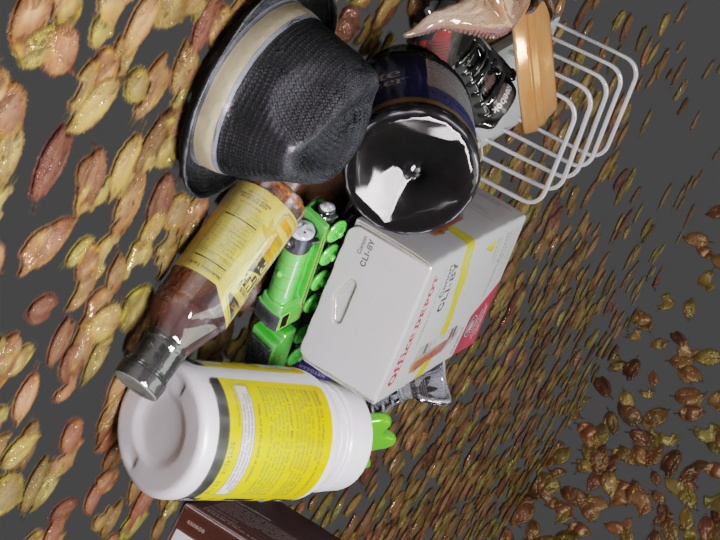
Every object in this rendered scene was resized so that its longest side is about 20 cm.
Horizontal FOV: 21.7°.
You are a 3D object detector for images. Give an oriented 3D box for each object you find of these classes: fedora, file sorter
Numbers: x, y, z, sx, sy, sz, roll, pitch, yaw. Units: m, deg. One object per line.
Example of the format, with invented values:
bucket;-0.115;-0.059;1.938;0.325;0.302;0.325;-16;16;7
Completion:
fedora;-0.048;-0.123;1.415;0.201;0.091;0.201;-53;162;-26
file sorter;0.197;-0.172;2.029;0.200;0.124;0.139;-35;149;-56

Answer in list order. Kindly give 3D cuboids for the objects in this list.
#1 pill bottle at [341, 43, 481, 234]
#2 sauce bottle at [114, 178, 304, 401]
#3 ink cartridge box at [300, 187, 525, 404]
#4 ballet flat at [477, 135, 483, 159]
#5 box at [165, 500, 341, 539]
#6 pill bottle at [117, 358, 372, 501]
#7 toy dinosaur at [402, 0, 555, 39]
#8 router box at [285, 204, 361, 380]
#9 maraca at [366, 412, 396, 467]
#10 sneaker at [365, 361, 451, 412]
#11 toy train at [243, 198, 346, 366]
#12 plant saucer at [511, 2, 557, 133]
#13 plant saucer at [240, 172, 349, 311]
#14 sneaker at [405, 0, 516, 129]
pill bottle;0.040;-0.117;1.566;0.200;0.112;0.112;-92;-158;-65
sauce bottle;-0.120;0.012;1.481;0.200;0.066;0.066;-55;163;-17
ink cartridge box;0.048;0.014;1.647;0.200;0.083;0.145;-26;142;-58
ballet flat;0.088;-0.121;1.872;0.065;0.071;0.200;-31;172;3
box;-0.108;0.331;1.865;0.166;0.164;0.200;-63;164;7
pill bottle;-0.091;0.134;1.557;0.200;0.114;0.115;8;113;-45
toy dinosaur;0.125;-0.249;1.635;0.136;0.086;0.200;52;58;-30
router box;0.000;0.000;1.783;0.200;0.052;0.158;-52;166;-67
maraca;-0.063;0.152;1.726;0.200;0.107;0.137;13;142;-32
sneaker;0.024;0.119;1.850;0.200;0.114;0.076;-58;147;-42
toy train;-0.059;0.018;1.599;0.056;0.042;0.200;-30;152;-36
plant saucer;0.164;-0.232;1.798;0.200;0.037;0.201;-5;90;-83
plant saucer;-0.057;-0.046;1.629;0.200;0.034;0.200;-54;163;-25
sneaker;0.099;-0.190;1.750;0.071;0.098;0.200;-55;162;-14
